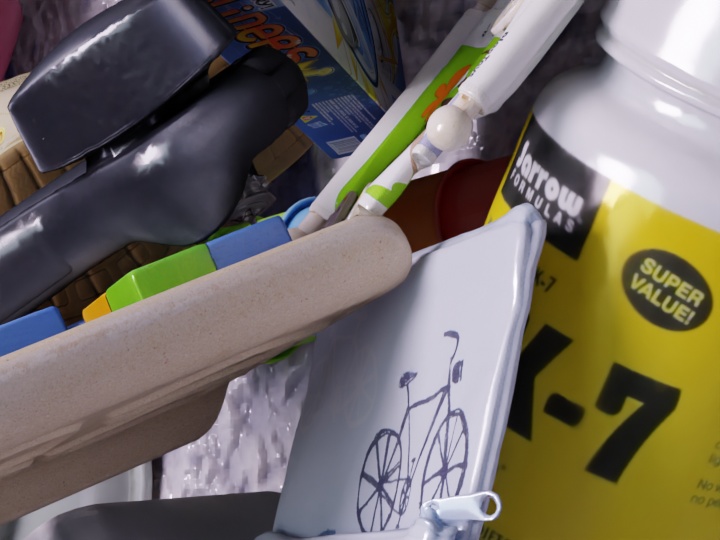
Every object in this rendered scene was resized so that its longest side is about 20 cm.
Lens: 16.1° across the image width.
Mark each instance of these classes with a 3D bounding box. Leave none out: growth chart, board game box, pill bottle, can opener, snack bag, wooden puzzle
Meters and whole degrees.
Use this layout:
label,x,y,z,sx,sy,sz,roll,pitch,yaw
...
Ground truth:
label,x,y,z,sx,sy,sz,roll,pitch,yaw
growth chart,0.033,-0.061,0.802,0.145,0.018,0.200,-52,6,-16
board game box,-0.032,-0.130,0.863,0.034,0.200,0.136,-12,74,14
pill bottle,0.089,0.008,0.765,0.114,0.114,0.201,38,113,44
can opener,-0.097,-0.015,0.810,0.200,0.063,0.079,-37,88,30
snack bag,-0.003,0.081,0.755,0.188,0.021,0.201,160,125,-71
wooden puzzle,-0.098,0.038,0.795,0.046,0.185,0.200,63,154,8

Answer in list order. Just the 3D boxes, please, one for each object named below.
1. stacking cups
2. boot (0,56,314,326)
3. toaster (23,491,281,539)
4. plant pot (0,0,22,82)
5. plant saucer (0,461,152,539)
label,x,y,z,sx,sy,sz,roll,pitch,yaw
stacking cups,0.000,0.000,0.909,0.200,0.060,0.061,-12,76,46
boot,-0.124,-0.030,0.965,0.155,0.200,0.073,-4,119,50
toaster,-0.080,0.203,0.930,0.200,0.118,0.181,-49,51,33
plant pot,-0.230,-0.177,1.104,0.200,0.200,0.180,1,71,48
plant saucer,-0.186,0.084,1.036,0.199,0.050,0.201,1,96,13
